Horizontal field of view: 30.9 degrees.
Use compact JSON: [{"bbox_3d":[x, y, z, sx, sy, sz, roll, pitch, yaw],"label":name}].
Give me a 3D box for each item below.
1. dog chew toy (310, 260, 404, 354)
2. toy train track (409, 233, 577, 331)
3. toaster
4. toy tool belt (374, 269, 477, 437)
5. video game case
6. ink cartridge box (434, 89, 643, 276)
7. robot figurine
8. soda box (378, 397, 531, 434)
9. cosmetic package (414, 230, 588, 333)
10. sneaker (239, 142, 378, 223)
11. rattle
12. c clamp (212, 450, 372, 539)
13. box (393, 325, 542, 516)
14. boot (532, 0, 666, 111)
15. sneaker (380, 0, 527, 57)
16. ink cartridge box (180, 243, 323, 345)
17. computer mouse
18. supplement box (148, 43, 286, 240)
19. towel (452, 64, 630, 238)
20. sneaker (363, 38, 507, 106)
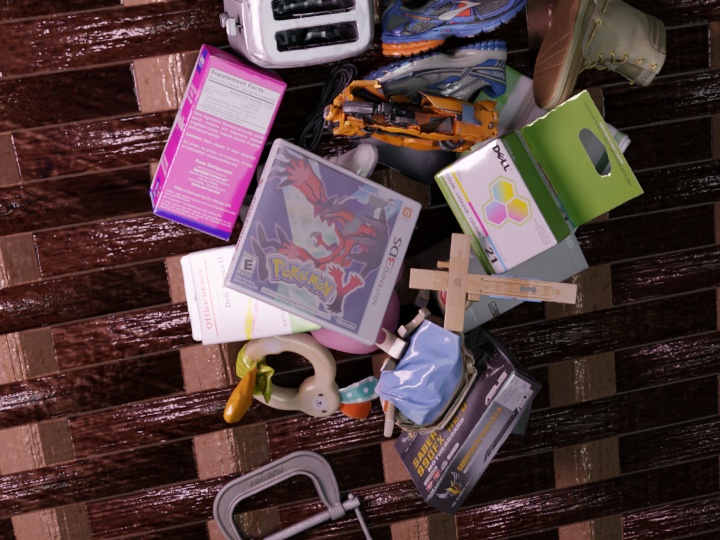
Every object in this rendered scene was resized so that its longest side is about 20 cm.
[{"bbox_3d":[0.000,0.000,1.643,0.123,0.125,0.202,11,98,-16],"label":"dog chew toy"},{"bbox_3d":[0.158,0.019,1.561,0.198,0.033,0.116,6,87,3],"label":"toy train track"},{"bbox_3d":[-0.062,-0.300,1.522,0.198,0.129,0.115,-8,110,-10],"label":"toaster"},{"bbox_3d":[0.082,0.103,1.590,0.124,0.123,0.201,24,102,14],"label":"toy tool belt"},{"bbox_3d":[-0.041,-0.031,1.521,0.199,0.023,0.184,23,80,-21],"label":"video game case"},{"bbox_3d":[0.212,-0.104,1.560,0.199,0.076,0.149,-29,90,33],"label":"ink cartridge box"},{"bbox_3d":[0.054,-0.179,1.527,0.198,0.145,0.059,8,82,-15],"label":"robot figurine"},{"bbox_3d":[0.129,0.170,1.754,0.198,0.063,0.071,7,106,-14],"label":"soda box"},{"bbox_3d":[0.184,-0.012,1.696,0.199,0.090,0.107,-28,108,0],"label":"cosmetic package"},{"bbox_3d":[-0.069,-0.104,1.592,0.199,0.075,0.100,-33,110,19],"label":"sneaker"},{"bbox_3d":[-0.066,0.168,1.661,0.200,0.143,0.130,38,104,-18],"label":"rattle"},{"bbox_3d":[-0.095,0.334,1.775,0.198,0.027,0.172,-18,111,-7],"label":"c clamp"},{"bbox_3d":[0.131,0.185,1.640,0.048,0.158,0.201,30,99,-21],"label":"box"},{"bbox_3d":[0.301,-0.261,1.619,0.155,0.073,0.201,27,65,-23],"label":"boot"},{"bbox_3d":[0.115,-0.322,1.588,0.198,0.075,0.079,-20,108,-8],"label":"sneaker"},{"bbox_3d":[-0.137,0.025,1.588,0.198,0.067,0.118,-9,93,19],"label":"ink cartridge box"},{"bbox_3d":[0.016,-0.149,1.623,0.199,0.046,0.141,35,99,-13],"label":"computer mouse"},{"bbox_3d":[-0.173,-0.155,1.559,0.103,0.101,0.201,20,102,-17],"label":"supplement box"},{"bbox_3d":[0.220,-0.153,1.637,0.199,0.031,0.150,34,99,16],"label":"towel"},{"bbox_3d":[0.096,-0.225,1.594,0.198,0.077,0.086,-15,99,-15],"label":"sneaker"}]
